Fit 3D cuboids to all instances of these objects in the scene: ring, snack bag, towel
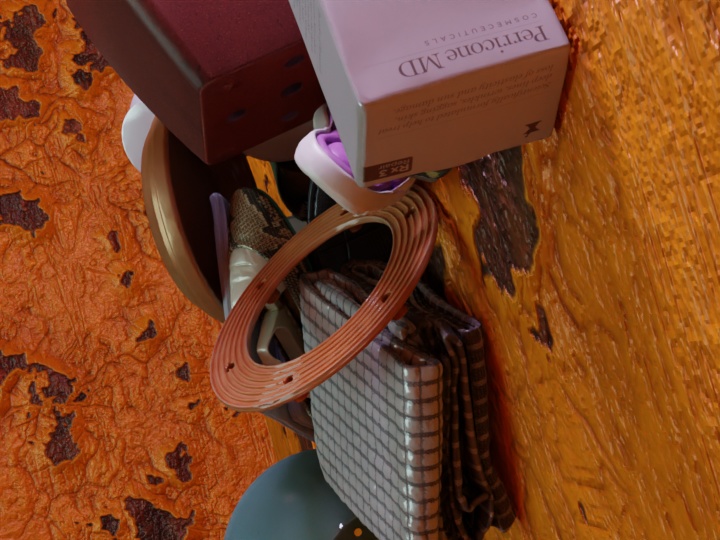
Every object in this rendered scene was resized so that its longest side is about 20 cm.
[{"bbox_3d":[-0.024,0.018,0.876,0.019,0.200,0.200,47,-177,-25],"label":"ring"},{"bbox_3d":[-0.070,0.041,1.080,0.200,0.021,0.190,41,-143,-62],"label":"snack bag"},{"bbox_3d":[0.030,0.093,0.906,0.200,0.085,0.167,-148,50,-61],"label":"towel"}]

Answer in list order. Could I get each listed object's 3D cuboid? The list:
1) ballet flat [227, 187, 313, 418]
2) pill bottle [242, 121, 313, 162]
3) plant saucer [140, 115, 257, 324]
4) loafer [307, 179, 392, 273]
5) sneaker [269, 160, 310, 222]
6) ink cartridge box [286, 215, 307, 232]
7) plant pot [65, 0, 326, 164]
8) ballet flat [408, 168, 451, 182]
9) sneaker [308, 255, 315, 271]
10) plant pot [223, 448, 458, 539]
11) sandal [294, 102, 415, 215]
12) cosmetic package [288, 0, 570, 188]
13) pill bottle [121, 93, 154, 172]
[{"bbox_3d":[-0.060,0.035,1.002,0.068,0.075,0.201,-3,123,44],"label":"ballet flat"},{"bbox_3d":[-0.088,-0.185,1.085,0.200,0.113,0.114,-120,17,-53],"label":"pill bottle"},{"bbox_3d":[-0.130,-0.048,1.066,0.200,0.037,0.202,-14,-90,-74],"label":"plant saucer"},{"bbox_3d":[0.000,0.000,1.017,0.063,0.071,0.201,-129,22,-75],"label":"loafer"},{"bbox_3d":[-0.038,-0.080,1.135,0.200,0.067,0.090,-128,17,-66],"label":"sneaker"},{"bbox_3d":[-0.045,0.046,1.284,0.200,0.084,0.146,98,154,-67],"label":"ink cartridge box"},{"bbox_3d":[-0.087,-0.194,0.879,0.177,0.199,0.200,62,168,14],"label":"plant pot"},{"bbox_3d":[0.028,-0.082,0.718,0.200,0.071,0.070,-178,72,-80],"label":"ballet flat"},{"bbox_3d":[-0.015,0.056,1.093,0.070,0.082,0.201,-34,66,32],"label":"sneaker"},{"bbox_3d":[-0.002,0.256,1.089,0.161,0.199,0.202,-13,93,69],"label":"plant pot"},{"bbox_3d":[0.008,-0.082,0.834,0.082,0.050,0.203,41,-163,-8],"label":"sandal"},{"bbox_3d":[0.015,-0.149,0.607,0.074,0.101,0.201,90,161,-61],"label":"cosmetic package"},{"bbox_3d":[-0.145,-0.152,1.221,0.200,0.112,0.113,-46,-52,-60],"label":"pill bottle"}]
